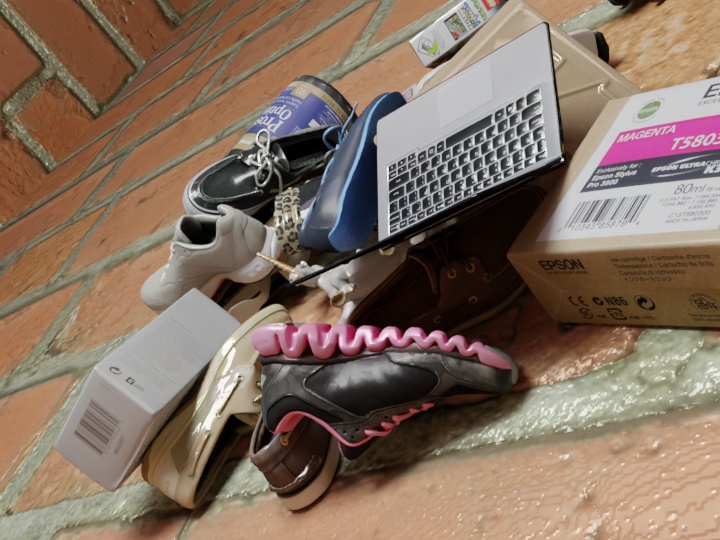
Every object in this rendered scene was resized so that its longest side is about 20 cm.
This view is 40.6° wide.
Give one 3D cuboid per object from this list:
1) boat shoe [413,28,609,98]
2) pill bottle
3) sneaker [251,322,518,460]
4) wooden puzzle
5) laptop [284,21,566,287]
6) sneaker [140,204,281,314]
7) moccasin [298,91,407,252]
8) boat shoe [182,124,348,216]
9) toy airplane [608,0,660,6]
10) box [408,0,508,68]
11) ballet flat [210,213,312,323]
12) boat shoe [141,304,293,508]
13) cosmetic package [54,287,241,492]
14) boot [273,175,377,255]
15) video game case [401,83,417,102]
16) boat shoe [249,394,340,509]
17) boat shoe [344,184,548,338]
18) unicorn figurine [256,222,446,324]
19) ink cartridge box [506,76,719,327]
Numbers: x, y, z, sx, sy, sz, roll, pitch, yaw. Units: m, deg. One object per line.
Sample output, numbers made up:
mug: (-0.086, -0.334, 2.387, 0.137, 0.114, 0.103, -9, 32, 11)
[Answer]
boat shoe: (0.137, -0.186, 0.954, 0.196, 0.076, 0.093, -15, 16, -10)
pill bottle: (-0.095, -0.126, 1.163, 0.201, 0.112, 0.111, -52, 25, -21)
sneaker: (0.014, 0.087, 0.696, 0.196, 0.079, 0.098, 1, 83, 18)
wooden puzzle: (0.135, -0.118, 0.843, 0.185, 0.046, 0.200, -44, 58, -1)
laptop: (0.046, -0.089, 0.735, 0.185, 0.115, 0.204, -24, 56, 39)
sneaker: (-0.177, -0.018, 1.032, 0.198, 0.092, 0.077, -25, 42, 33)
moccasin: (-0.009, -0.098, 0.907, 0.067, 0.081, 0.201, -11, 34, 35)
boat shoe: (-0.098, -0.110, 1.054, 0.196, 0.075, 0.068, -17, -20, -23)
toy airplane: (0.305, -0.384, 0.990, 0.198, 0.142, 0.201, -26, 27, 33)
box: (0.126, -0.276, 1.118, 0.109, 0.035, 0.200, -34, 0, 18)
ballet flat: (-0.106, 0.006, 1.060, 0.200, 0.068, 0.072, -43, 31, 3)
boat shoe: (-0.113, 0.121, 0.881, 0.064, 0.073, 0.201, 26, 63, 22)
cosmetic package: (-0.190, 0.105, 0.907, 0.102, 0.074, 0.200, -56, -4, 26)
boot: (-0.011, -0.098, 1.029, 0.151, 0.074, 0.205, -15, 34, 12)
video game case: (-0.003, -0.145, 1.214, 0.198, 0.018, 0.144, -34, 25, 19)
boat shoe: (-0.050, 0.103, 0.807, 0.071, 0.060, 0.201, -31, 26, 23)
boat shoe: (0.070, 0.005, 0.754, 0.199, 0.067, 0.072, -41, 51, 8)
unicorn figurine: (0.000, 0.000, 0.911, 0.197, 0.075, 0.138, -23, 18, 7)
ink cartridge box: (0.216, -0.048, 0.636, 0.199, 0.075, 0.166, -4, 45, 57)
